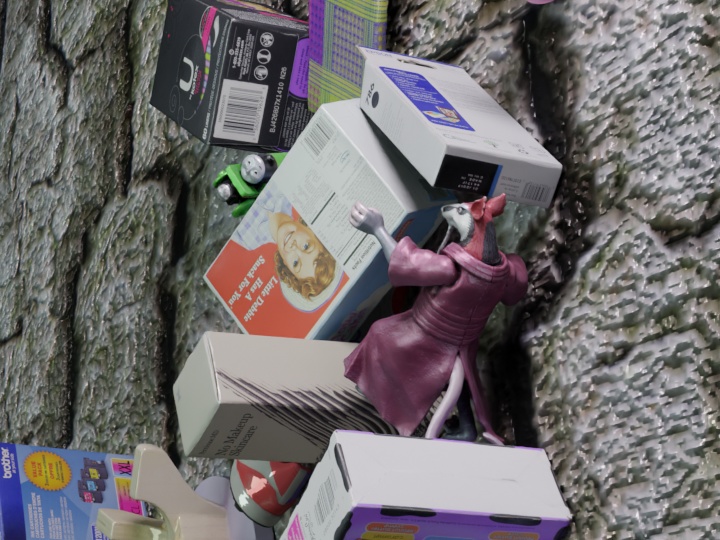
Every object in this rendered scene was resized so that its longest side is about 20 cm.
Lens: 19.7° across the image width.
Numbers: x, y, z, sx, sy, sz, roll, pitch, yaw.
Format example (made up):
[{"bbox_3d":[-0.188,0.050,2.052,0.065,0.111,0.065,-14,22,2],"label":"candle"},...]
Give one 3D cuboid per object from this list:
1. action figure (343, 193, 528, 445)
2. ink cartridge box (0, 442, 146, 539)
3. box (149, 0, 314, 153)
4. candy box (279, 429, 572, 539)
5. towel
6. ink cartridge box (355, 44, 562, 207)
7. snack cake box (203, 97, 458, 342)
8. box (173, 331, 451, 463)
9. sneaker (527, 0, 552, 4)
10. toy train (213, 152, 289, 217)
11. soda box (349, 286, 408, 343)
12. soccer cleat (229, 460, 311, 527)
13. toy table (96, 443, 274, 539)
[{"bbox_3d":[0.059,0.033,1.482,0.149,0.133,0.201,-113,35,-47],"label":"action figure"},{"bbox_3d":[-0.333,0.262,2.215,0.077,0.198,0.137,120,147,-40],"label":"ink cartridge box"},{"bbox_3d":[-0.117,-0.189,1.965,0.200,0.105,0.123,-145,65,-64],"label":"box"},{"bbox_3d":[0.028,0.211,1.461,0.072,0.166,0.201,-109,35,-44],"label":"candy box"},{"bbox_3d":[-0.007,-0.220,1.779,0.143,0.023,0.202,34,126,58],"label":"towel"},{"bbox_3d":[0.065,-0.109,1.545,0.200,0.099,0.039,-124,48,-57],"label":"ink cartridge box"},{"bbox_3d":[-0.026,-0.023,1.618,0.115,0.067,0.200,51,126,19],"label":"snack cake box"},{"bbox_3d":[-0.037,0.101,1.595,0.082,0.198,0.069,122,143,-45],"label":"box"},{"bbox_3d":[0.126,-0.286,1.463,0.079,0.095,0.201,-118,43,-54],"label":"sneaker"},{"bbox_3d":[-0.048,-0.078,1.698,0.056,0.199,0.042,-41,75,27],"label":"toy train"},{"bbox_3d":[0.000,0.000,1.700,0.064,0.068,0.201,55,133,55],"label":"soda box"},{"bbox_3d":[-0.089,0.142,1.885,0.073,0.068,0.201,-44,35,20],"label":"soccer cleat"},{"bbox_3d":[-0.169,0.259,1.953,0.200,0.116,0.186,-8,77,64],"label":"toy table"}]
